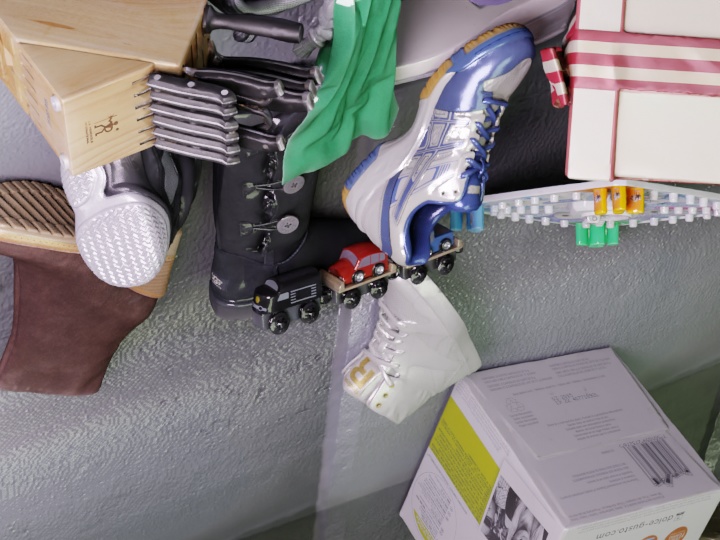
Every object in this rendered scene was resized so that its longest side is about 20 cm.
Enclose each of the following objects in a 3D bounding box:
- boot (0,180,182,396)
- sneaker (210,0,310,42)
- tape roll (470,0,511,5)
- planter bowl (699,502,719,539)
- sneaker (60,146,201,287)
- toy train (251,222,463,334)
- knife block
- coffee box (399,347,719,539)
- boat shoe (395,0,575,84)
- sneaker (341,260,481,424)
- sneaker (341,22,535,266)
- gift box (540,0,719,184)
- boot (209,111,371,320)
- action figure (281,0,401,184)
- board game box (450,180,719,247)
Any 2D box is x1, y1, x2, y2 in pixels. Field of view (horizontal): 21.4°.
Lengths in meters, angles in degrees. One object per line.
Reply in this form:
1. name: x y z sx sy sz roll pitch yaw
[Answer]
1. boot: -0.231 0.024 1.387 0.199 0.072 0.167 7 123 -47
2. sneaker: -0.045 -0.243 1.213 0.075 0.114 0.201 9 124 -41
3. tape roll: 0.091 -0.286 1.268 0.200 0.085 0.201 -38 147 -30
4. planter bowl: 0.397 0.342 2.144 0.199 0.200 0.136 -6 106 -34
5. sneaker: -0.164 -0.098 1.317 0.075 0.114 0.202 -3 106 14
6. toy train: 0.000 0.000 1.479 0.199 0.034 0.046 -19 120 -32
7. knife block: -0.129 -0.139 1.202 0.174 0.200 0.064 -24 141 -23
8. coffee box: 0.188 0.224 1.825 0.198 0.200 0.199 -7 134 -32
9. boat shoe: 0.079 -0.177 1.439 0.199 0.072 0.069 -31 141 -24
10. sneaker: 0.031 0.066 1.640 0.115 0.074 0.200 -37 144 -5
11. sneaker: 0.075 -0.089 1.407 0.075 0.088 0.200 1 135 -53
12. gift box: 0.228 -0.159 1.384 0.185 0.202 0.184 3 180 9
13. boot: -0.042 -0.069 1.460 0.164 0.066 0.201 -22 133 -31
14. action figure: -0.007 -0.156 1.295 0.118 0.055 0.201 -39 158 -32
15. board game box: 0.206 -0.045 1.590 0.199 0.199 0.026 6 82 -42
